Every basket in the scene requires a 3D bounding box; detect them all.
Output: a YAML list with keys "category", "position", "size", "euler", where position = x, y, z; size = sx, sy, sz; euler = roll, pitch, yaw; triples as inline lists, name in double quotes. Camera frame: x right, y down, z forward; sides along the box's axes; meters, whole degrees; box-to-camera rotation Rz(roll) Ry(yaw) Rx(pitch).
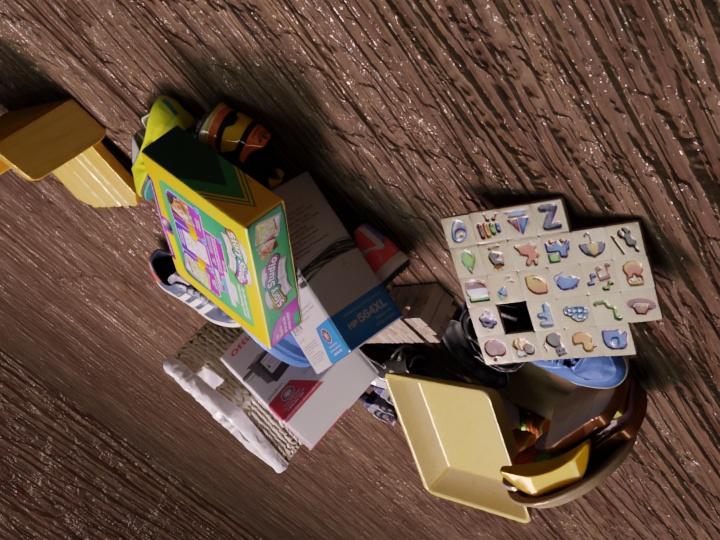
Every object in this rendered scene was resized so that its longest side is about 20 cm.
- category: "basket"
  position: [-0.179, 0.187, 1.606]
  size: [0.197, 0.161, 0.201]
  euler: [30, 162, 38]

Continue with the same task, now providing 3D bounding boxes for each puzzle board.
- category: "puzzle board"
  position: [0.259, 0.163, 1.290]
  size: [0.198, 0.018, 0.151]
  euler: [24, 155, 10]

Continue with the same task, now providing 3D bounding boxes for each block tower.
- category: "block tower"
  position: [0.039, 0.058, 1.276]
  size: [0.054, 0.058, 0.199]
  euler: [42, 155, -27]

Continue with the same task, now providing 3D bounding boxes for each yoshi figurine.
- category: "yoshi figurine"
  position: [0.177, 0.237, 1.421]
  size: [0.198, 0.113, 0.112]
  euler: [15, 162, 40]

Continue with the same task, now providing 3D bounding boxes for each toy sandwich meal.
- category: "toy sandwich meal"
  position: [0.244, 0.196, 1.150]
  size: [0.071, 0.205, 0.205]
  euler: [53, 152, -8]

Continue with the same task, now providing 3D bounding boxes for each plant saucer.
- category: "plant saucer"
  position: [0.139, 0.222, 1.305]
  size: [0.199, 0.048, 0.202]
  euler: [4, 121, 50]

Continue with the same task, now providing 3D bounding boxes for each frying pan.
- category: "frying pan"
  position: [0.131, 0.101, 1.276]
  size: [0.116, 0.031, 0.189]
  euler: [56, 159, -19]

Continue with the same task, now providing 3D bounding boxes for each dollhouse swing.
- category: "dollhouse swing"
  position: [-0.430, -0.123, 1.320]
  size: [0.198, 0.182, 0.177]
  euler: [2, 126, 45]

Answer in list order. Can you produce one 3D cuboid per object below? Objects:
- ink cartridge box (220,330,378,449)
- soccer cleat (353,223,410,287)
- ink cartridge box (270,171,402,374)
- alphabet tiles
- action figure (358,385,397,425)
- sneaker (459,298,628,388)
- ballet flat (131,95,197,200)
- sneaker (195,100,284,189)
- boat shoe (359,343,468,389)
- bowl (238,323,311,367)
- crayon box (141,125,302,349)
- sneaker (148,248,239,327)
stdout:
- category: "ink cartridge box"
  position: [-0.092, 0.136, 1.398]
  size: [0.199, 0.145, 0.084]
  euler: [33, 168, 48]
- category: "soccer cleat"
  position: [0.000, 0.000, 1.208]
  size: [0.073, 0.068, 0.200]
  euler: [50, 158, 2]
- category: "ink cartridge box"
  position: [-0.056, 0.005, 1.141]
  size: [0.201, 0.084, 0.146]
  euler: [57, 158, 3]
- category: "alphabet tiles"
  position: [0.188, 0.011, 0.956]
  size: [0.198, 0.008, 0.169]
  euler: [-8, 110, 34]
- category: "action figure"
  position: [-0.016, 0.175, 1.527]
  size: [0.198, 0.070, 0.131]
  euler: [25, 118, -19]
- category: "sneaker"
  position: [0.198, 0.085, 1.066]
  size: [0.198, 0.111, 0.077]
  euler: [31, 114, 5]
- category: "ballet flat"
  position: [-0.244, -0.152, 1.180]
  size: [0.067, 0.067, 0.200]
  euler: [52, 152, 0]
- category: "sneaker"
  position: [-0.128, -0.104, 1.116]
  size: [0.089, 0.070, 0.201]
  euler: [25, 155, 16]
- category: "boat shoe"
  position: [0.070, 0.140, 1.405]
  size: [0.198, 0.071, 0.064]
  euler: [25, 129, 22]
- category: "bowl"
  position: [-0.112, 0.034, 1.271]
  size: [0.039, 0.201, 0.200]
  euler: [-40, 109, 17]
- category: "crayon box"
  position: [-0.149, -0.034, 1.077]
  size: [0.172, 0.058, 0.201]
  euler: [35, 150, 28]
- category: "sneaker"
  position: [-0.246, 0.023, 1.501]
  size: [0.198, 0.076, 0.085]
  euler: [20, 160, 21]
